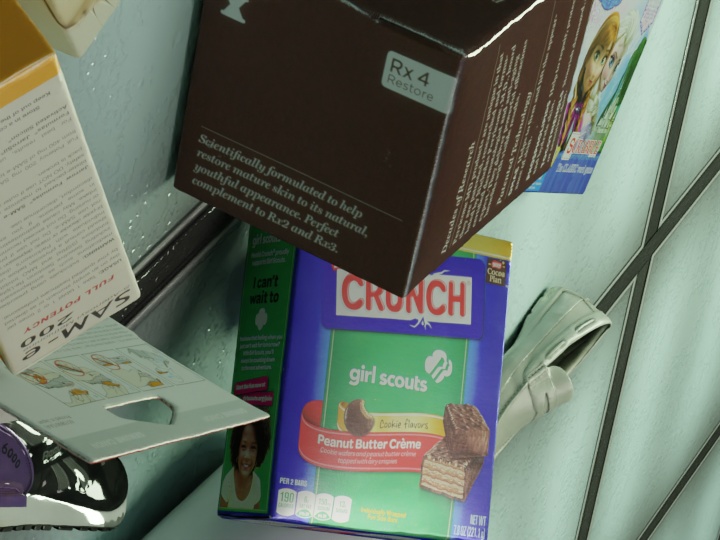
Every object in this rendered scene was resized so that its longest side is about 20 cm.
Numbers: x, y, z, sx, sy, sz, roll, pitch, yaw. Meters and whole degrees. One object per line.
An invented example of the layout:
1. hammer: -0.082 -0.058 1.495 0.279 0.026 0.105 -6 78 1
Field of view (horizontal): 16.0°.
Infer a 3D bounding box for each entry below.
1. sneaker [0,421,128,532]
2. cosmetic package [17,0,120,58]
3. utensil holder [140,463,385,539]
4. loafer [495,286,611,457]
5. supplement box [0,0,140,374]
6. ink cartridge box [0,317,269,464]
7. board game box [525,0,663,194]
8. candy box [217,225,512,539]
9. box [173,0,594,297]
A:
1. sneaker: -0.172 0.092 1.405 0.200 0.075 0.088 8 100 -71
2. cosmetic package: -0.148 -0.192 1.114 0.104 0.073 0.200 -59 159 -17
3. utensil holder: -0.069 0.216 1.692 0.200 0.169 0.171 -40 149 -46
4. loafer: 0.156 0.098 2.287 0.200 0.070 0.070 -55 159 -28
5. supplement box: -0.172 -0.060 1.108 0.073 0.126 0.200 -33 152 -12
6. ink cartridge box: -0.159 0.053 1.225 0.044 0.173 0.200 -63 162 13
7. board game box: 0.172 -0.160 2.055 0.200 0.041 0.200 -5 118 -69
8. candy box: 0.005 0.066 1.626 0.168 0.077 0.201 10 80 -33
9. box: 0.019 -0.122 1.499 0.200 0.165 0.165 -40 150 -50
